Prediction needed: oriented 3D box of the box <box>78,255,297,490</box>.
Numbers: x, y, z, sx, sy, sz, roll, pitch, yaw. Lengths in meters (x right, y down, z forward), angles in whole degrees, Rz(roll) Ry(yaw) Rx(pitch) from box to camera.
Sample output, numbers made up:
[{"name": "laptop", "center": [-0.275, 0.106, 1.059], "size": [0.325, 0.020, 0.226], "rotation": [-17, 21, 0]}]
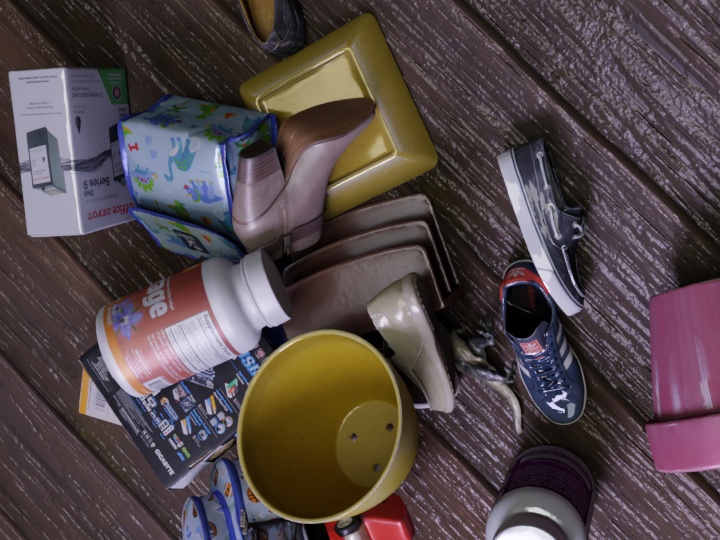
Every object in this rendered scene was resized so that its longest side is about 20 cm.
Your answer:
[{"name": "box", "center": [-0.202, 0.120, 1.151], "size": [0.198, 0.050, 0.200], "rotation": [-40, 73, -1]}]

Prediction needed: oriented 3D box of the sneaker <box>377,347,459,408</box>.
[{"name": "sneaker", "center": [0.020, 0.132, 1.199], "size": [0.198, 0.085, 0.073], "rotation": [7, 74, -2]}]

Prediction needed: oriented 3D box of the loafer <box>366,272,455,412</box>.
[{"name": "loafer", "center": [0.060, 0.083, 1.072], "size": [0.068, 0.076, 0.201], "rotation": [-11, 129, 14]}]

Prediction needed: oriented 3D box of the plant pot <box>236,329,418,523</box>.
[{"name": "plant pot", "center": [-0.015, 0.180, 1.062], "size": [0.199, 0.142, 0.202], "rotation": [-10, 68, 26]}]

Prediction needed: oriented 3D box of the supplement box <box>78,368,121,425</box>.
[{"name": "supplement box", "center": [-0.242, 0.158, 1.250], "size": [0.198, 0.126, 0.074], "rotation": [13, 103, 15]}]

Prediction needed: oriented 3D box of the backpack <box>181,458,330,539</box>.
[{"name": "backpack", "center": [-0.132, 0.315, 1.134], "size": [0.200, 0.153, 0.192], "rotation": [127, 143, -50]}]

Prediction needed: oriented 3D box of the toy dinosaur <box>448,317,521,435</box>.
[{"name": "toy dinosaur", "center": [0.143, 0.108, 1.145], "size": [0.200, 0.047, 0.088], "rotation": [45, 145, -2]}]

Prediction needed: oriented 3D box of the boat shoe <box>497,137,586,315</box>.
[{"name": "boat shoe", "center": [0.221, -0.051, 1.090], "size": [0.067, 0.072, 0.201], "rotation": [-22, 86, 22]}]

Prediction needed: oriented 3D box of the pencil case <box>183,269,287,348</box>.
[{"name": "pencil case", "center": [-0.159, 0.067, 1.227], "size": [0.199, 0.078, 0.087], "rotation": [30, 151, 10]}]

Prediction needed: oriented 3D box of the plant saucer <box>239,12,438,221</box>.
[{"name": "plant saucer", "center": [-0.036, -0.174, 1.159], "size": [0.199, 0.048, 0.201], "rotation": [-24, 92, 21]}]

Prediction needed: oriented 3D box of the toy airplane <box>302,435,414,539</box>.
[{"name": "toy airplane", "center": [-0.016, 0.292, 1.210], "size": [0.199, 0.141, 0.201], "rotation": [41, 144, 21]}]

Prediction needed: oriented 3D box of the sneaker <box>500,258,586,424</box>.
[{"name": "sneaker", "center": [0.203, 0.090, 1.111], "size": [0.074, 0.084, 0.201], "rotation": [-19, 94, 20]}]

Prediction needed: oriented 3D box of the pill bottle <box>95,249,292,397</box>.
[{"name": "pill bottle", "center": [-0.182, 0.054, 1.080], "size": [0.199, 0.112, 0.113], "rotation": [-24, 93, 5]}]

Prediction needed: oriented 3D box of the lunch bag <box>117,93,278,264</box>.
[{"name": "lunch bag", "center": [-0.191, -0.095, 1.178], "size": [0.169, 0.127, 0.201], "rotation": [17, 128, 28]}]

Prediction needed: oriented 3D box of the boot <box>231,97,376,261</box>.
[{"name": "boot", "center": [-0.062, -0.099, 1.111], "size": [0.070, 0.199, 0.147], "rotation": [43, 150, 43]}]

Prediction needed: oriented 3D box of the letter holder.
[{"name": "letter holder", "center": [0.000, 0.000, 1.154], "size": [0.199, 0.101, 0.143], "rotation": [-19, 92, 20]}]

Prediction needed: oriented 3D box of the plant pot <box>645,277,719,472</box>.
[{"name": "plant pot", "center": [0.385, 0.102, 1.009], "size": [0.199, 0.200, 0.181], "rotation": [-16, 80, 20]}]

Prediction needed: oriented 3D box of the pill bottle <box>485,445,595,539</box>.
[{"name": "pill bottle", "center": [0.201, 0.281, 1.087], "size": [0.111, 0.200, 0.113], "rotation": [3, 101, 17]}]

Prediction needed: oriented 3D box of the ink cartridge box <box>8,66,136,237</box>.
[{"name": "ink cartridge box", "center": [-0.355, -0.151, 1.217], "size": [0.083, 0.146, 0.202], "rotation": [0, 101, 17]}]

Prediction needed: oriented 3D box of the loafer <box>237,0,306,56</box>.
[{"name": "loafer", "center": [-0.123, -0.353, 1.140], "size": [0.072, 0.072, 0.201], "rotation": [-22, 92, 22]}]
